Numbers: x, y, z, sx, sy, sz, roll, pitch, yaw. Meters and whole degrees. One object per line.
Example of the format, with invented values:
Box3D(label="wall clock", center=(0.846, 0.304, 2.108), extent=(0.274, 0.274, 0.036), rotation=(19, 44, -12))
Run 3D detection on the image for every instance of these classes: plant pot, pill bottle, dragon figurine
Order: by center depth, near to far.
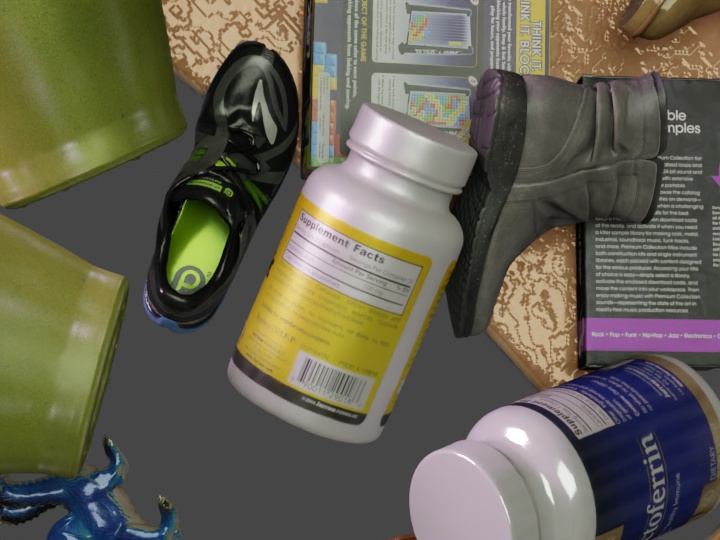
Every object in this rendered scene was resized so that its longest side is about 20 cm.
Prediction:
Box3D(label="plant pot", center=(-0.249, 0.043, 1.479), extent=(0.191, 0.200, 0.202), rotation=(15, 81, -3))
Box3D(label="pill bottle", center=(0.134, 0.132, 1.522), extent=(0.199, 0.116, 0.116), rotation=(-18, 84, -37))
Box3D(label="plant pot", center=(-0.206, -0.150, 1.523), extent=(0.199, 0.200, 0.194), rotation=(-24, 96, -9))
Box3D(label="pill bottle", center=(0.000, 0.000, 1.536), extent=(0.111, 0.111, 0.201), rotation=(24, 99, -3))
Box3D(label="dragon figurine", center=(-0.168, 0.176, 1.546), extent=(0.099, 0.059, 0.200), rotation=(-43, 89, -10))

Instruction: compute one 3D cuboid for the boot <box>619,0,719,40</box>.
Box3D(label="boot", center=(0.295, -0.163, 1.625), extent=(0.200, 0.066, 0.175), rotation=(41, 60, 0))

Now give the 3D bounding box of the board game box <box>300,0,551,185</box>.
Box3D(label="board game box", center=(0.044, -0.159, 1.618), extent=(0.164, 0.057, 0.202), rotation=(3, 83, -8))

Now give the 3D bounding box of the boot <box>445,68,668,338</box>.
Box3D(label="boot", center=(0.131, -0.037, 1.568), extent=(0.131, 0.070, 0.201), rotation=(3, 124, -14))

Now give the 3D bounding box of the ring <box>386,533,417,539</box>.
Box3D(label="ring", center=(0.044, 0.270, 1.539), extent=(0.199, 0.019, 0.202), rotation=(-2, 84, 18))

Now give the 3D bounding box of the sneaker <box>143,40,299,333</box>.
Box3D(label="sneaker", center=(-0.088, -0.055, 1.574), extent=(0.070, 0.083, 0.201), rotation=(21, 80, -4))

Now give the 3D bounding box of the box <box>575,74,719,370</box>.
Box3D(label="box", center=(0.218, -0.032, 1.632), extent=(0.142, 0.036, 0.202), rotation=(1, 84, -7))
